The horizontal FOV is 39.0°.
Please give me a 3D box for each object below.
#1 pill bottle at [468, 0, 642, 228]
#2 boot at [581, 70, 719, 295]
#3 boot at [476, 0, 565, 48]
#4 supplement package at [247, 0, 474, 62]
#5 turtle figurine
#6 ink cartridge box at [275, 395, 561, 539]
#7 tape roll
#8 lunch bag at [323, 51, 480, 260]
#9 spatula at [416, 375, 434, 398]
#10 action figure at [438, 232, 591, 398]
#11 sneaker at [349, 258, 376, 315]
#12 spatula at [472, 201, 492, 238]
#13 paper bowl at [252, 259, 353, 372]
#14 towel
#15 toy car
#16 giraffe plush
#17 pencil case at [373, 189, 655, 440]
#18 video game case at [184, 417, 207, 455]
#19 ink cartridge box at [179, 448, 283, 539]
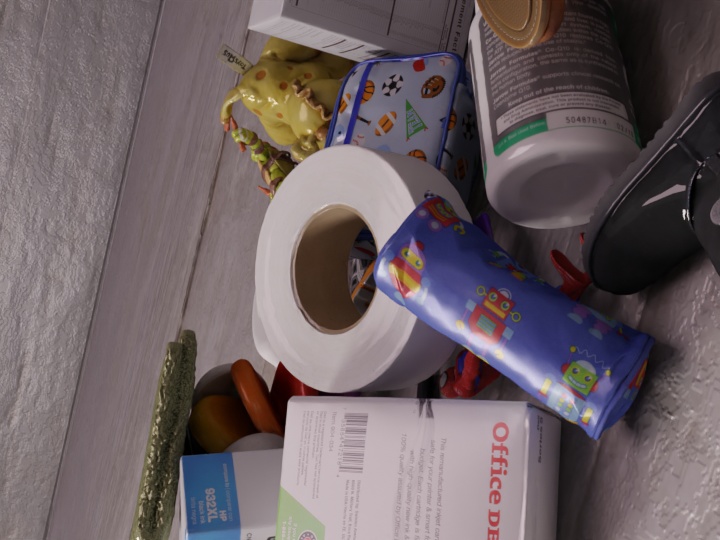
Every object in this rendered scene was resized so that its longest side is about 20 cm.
[{"bbox_3d":[0.139,-0.143,0.754,0.113,0.112,0.202,134,141,-52],"label":"pill bottle"},{"bbox_3d":[0.215,0.005,0.582,0.166,0.065,0.201,-65,30,33],"label":"boot"},{"bbox_3d":[0.155,-0.213,0.696,0.201,0.153,0.077,-98,24,-44],"label":"boot"},{"bbox_3d":[0.005,-0.273,1.020,0.109,0.198,0.115,17,94,66],"label":"supplement package"},{"bbox_3d":[-0.106,-0.119,1.347,0.162,0.064,0.201,59,177,37],"label":"turtle figurine"},{"bbox_3d":[0.042,0.172,0.754,0.198,0.084,0.148,-2,75,29],"label":"ink cartridge box"},{"bbox_3d":[0.000,0.000,0.848,0.201,0.070,0.205,-2,87,44],"label":"tape roll"},{"bbox_3d":[0.029,-0.103,0.955,0.159,0.075,0.202,5,70,35],"label":"lunch bag"},{"bbox_3d":[0.060,0.172,0.913,0.057,0.020,0.202,131,144,-56],"label":"spatula"},{"bbox_3d":[0.115,0.045,0.791,0.052,0.065,0.201,46,135,12],"label":"action figure"},{"bbox_3d":[0.023,0.009,1.017,0.077,0.078,0.202,-19,52,64],"label":"sneaker"},{"bbox_3d":[0.108,-0.067,0.864,0.057,0.020,0.202,120,164,-56],"label":"spatula"},{"bbox_3d":[-0.056,0.037,1.147,0.200,0.103,0.203,-170,90,-68],"label":"paper bowl"},{"bbox_3d":[-0.183,0.169,0.953,0.149,0.036,0.202,121,157,-63],"label":"towel"},{"bbox_3d":[-0.065,0.154,1.016,0.150,0.199,0.175,-51,35,11],"label":"toy car"},{"bbox_3d":[-0.056,-0.205,1.222,0.162,0.199,0.174,37,113,33],"label":"giraffe plush"},{"bbox_3d":[0.103,0.029,0.692,0.199,0.087,0.079,35,110,21],"label":"pencil case"},{"bbox_3d":[-0.098,0.238,1.036,0.019,0.199,0.143,-48,29,10],"label":"video game case"},{"bbox_3d":[-0.059,0.234,0.899,0.084,0.197,0.146,-108,20,-49],"label":"ink cartridge box"}]
